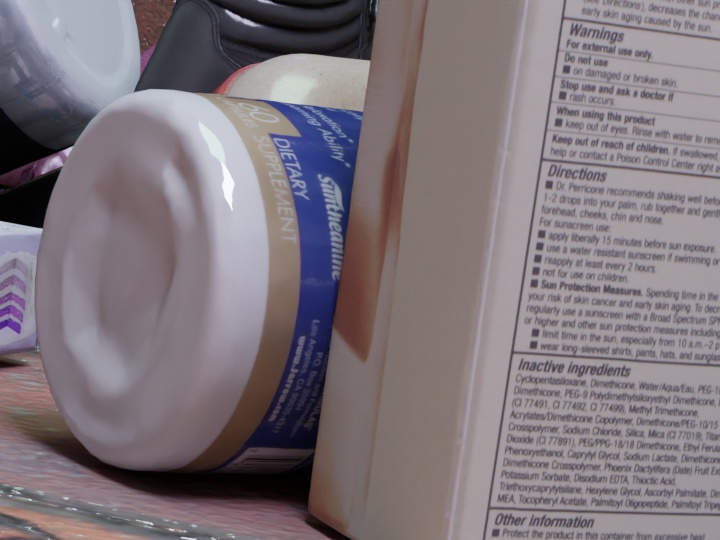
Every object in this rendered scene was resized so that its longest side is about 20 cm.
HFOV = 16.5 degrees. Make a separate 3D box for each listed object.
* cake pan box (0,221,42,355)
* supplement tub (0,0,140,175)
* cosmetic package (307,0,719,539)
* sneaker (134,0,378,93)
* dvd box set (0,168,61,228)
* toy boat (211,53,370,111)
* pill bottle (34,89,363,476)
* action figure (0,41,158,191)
[{"bbox_3d":[-0.230,-0.004,0.840,0.200,0.052,0.184,11,8,26],"label":"cake pan box"},{"bbox_3d":[-0.199,-0.081,0.992,0.200,0.123,0.123,-20,-3,17],"label":"supplement tub"},{"bbox_3d":[0.058,-0.020,0.664,0.103,0.200,0.087,6,7,-28],"label":"cosmetic package"},{"bbox_3d":[0.000,-0.091,0.974,0.200,0.099,0.071,-8,38,-48],"label":"sneaker"},{"bbox_3d":[-0.051,-0.016,1.047,0.200,0.029,0.146,4,-11,-34],"label":"dvd box set"},{"bbox_3d":[0.000,0.000,0.928,0.200,0.131,0.131,3,-21,-45],"label":"toy boat"},{"bbox_3d":[0.011,0.008,0.765,0.200,0.111,0.111,4,7,-36],"label":"pill bottle"},{"bbox_3d":[-0.120,-0.042,1.145,0.200,0.134,0.149,-27,58,-16],"label":"action figure"}]
